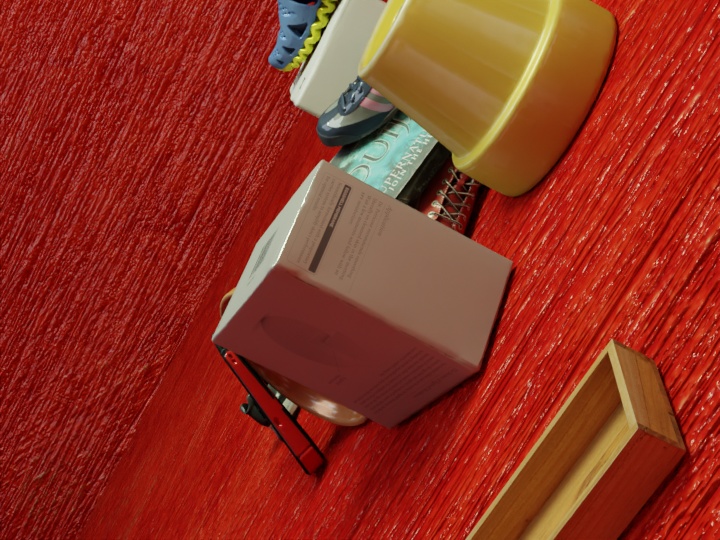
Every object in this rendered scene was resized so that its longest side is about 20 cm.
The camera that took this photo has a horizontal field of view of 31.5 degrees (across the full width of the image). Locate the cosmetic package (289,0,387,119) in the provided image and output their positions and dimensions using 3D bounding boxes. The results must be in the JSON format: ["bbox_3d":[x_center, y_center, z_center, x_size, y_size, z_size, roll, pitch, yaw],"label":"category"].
[{"bbox_3d":[0.033,-0.248,1.640,0.165,0.200,0.165,-62,12,9],"label":"cosmetic package"}]

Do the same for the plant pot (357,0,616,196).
[{"bbox_3d":[0.109,-0.199,1.210,0.201,0.189,0.201,-59,11,19],"label":"plant pot"}]

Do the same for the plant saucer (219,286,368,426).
[{"bbox_3d":[-0.061,0.084,1.358,0.037,0.200,0.200,-49,3,-28],"label":"plant saucer"}]

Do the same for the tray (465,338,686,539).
[{"bbox_3d":[0.119,0.148,0.774,0.200,0.037,0.099,-58,12,24],"label":"tray"}]

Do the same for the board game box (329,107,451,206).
[{"bbox_3d":[0.035,-0.127,1.359,0.200,0.028,0.135,-53,39,-9],"label":"board game box"}]

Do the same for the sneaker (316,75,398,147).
[{"bbox_3d":[0.022,-0.211,1.356,0.200,0.082,0.070,-35,41,14],"label":"sneaker"}]

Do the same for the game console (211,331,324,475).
[{"bbox_3d":[-0.115,0.153,1.502,0.031,0.177,0.200,-40,10,-6],"label":"game console"}]

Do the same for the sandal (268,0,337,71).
[{"bbox_3d":[-0.072,-0.341,1.594,0.200,0.087,0.080,-60,14,29],"label":"sandal"}]

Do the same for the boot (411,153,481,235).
[{"bbox_3d":[0.092,-0.070,1.312,0.144,0.072,0.200,-57,9,25],"label":"boot"}]

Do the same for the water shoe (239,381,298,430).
[{"bbox_3d":[-0.108,0.126,1.759,0.072,0.079,0.200,-53,15,42],"label":"water shoe"}]

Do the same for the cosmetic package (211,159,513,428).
[{"bbox_3d":[-0.001,0.029,1.168,0.199,0.200,0.123,-44,20,59],"label":"cosmetic package"}]
